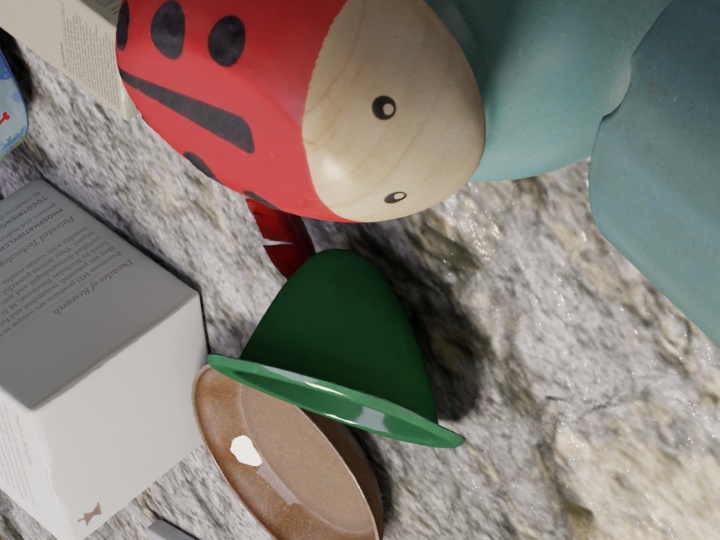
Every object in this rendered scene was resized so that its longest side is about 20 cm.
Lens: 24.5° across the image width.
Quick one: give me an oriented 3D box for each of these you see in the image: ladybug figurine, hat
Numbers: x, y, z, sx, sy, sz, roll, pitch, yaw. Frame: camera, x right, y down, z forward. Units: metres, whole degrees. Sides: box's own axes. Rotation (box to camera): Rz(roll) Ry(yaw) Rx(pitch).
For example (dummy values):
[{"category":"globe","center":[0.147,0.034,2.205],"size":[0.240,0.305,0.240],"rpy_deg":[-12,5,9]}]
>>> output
[{"category":"ladybug figurine","center":[-0.038,-0.080,0.694],"size":[0.199,0.072,0.137],"rpy_deg":[24,140,40]},{"category":"hat","center":[0.000,0.000,1.050],"size":[0.199,0.177,0.165],"rpy_deg":[26,167,-39]}]

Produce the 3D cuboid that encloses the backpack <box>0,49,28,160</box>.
[{"category":"backpack","center":[-0.359,-0.137,1.270],"size":[0.199,0.147,0.184],"rpy_deg":[4,128,49]}]

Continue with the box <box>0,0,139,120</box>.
[{"category":"box","center":[-0.194,-0.187,1.068],"size":[0.200,0.068,0.083],"rpy_deg":[38,147,25]}]

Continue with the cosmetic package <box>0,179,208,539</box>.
[{"category":"cosmetic package","center":[-0.242,0.071,1.308],"size":[0.199,0.166,0.168],"rpy_deg":[33,145,31]}]

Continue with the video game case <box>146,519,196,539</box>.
[{"category":"video game case","center":[-0.113,0.343,1.561],"size":[0.182,0.022,0.201],"rpy_deg":[20,136,43]}]

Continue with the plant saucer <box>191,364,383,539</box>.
[{"category":"plant saucer","center":[-0.048,0.144,1.247],"size":[0.200,0.037,0.201],"rpy_deg":[34,145,27]}]

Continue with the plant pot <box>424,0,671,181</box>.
[{"category":"plant pot","center":[0.044,-0.120,0.746],"size":[0.200,0.134,0.201],"rpy_deg":[34,145,28]}]

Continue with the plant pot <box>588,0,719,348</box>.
[{"category":"plant pot","center":[0.201,-0.018,0.601],"size":[0.196,0.199,0.201],"rpy_deg":[42,150,33]}]
